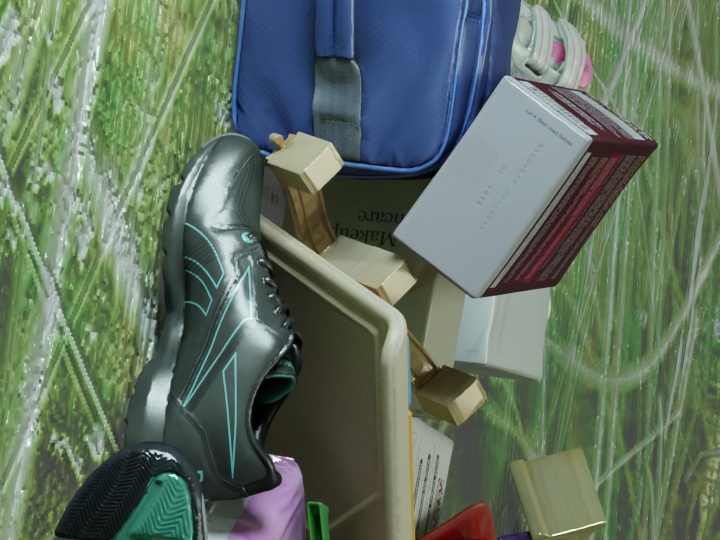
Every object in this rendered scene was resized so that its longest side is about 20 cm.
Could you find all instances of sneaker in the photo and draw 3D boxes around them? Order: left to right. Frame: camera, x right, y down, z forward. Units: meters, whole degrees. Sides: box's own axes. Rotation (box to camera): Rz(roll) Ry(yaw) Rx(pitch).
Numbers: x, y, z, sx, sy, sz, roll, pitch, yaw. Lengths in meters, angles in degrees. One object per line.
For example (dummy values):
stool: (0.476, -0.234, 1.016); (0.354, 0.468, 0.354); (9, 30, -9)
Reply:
sneaker: (-0.117, 0.173, 1.269); (0.088, 0.074, 0.200); (-72, 175, -83)
sneaker: (-0.064, 0.026, 1.364); (0.075, 0.079, 0.200); (56, 40, -65)
sneaker: (0.125, -0.162, 1.971); (0.200, 0.088, 0.081); (50, 47, -69)

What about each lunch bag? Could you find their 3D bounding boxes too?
lunch bag: (0.011, -0.149, 1.466); (0.132, 0.136, 0.200); (-12, 107, -74)

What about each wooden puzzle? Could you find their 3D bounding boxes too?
wooden puzzle: (-0.017, 0.072, 1.420); (0.200, 0.037, 0.185); (40, -41, 53)

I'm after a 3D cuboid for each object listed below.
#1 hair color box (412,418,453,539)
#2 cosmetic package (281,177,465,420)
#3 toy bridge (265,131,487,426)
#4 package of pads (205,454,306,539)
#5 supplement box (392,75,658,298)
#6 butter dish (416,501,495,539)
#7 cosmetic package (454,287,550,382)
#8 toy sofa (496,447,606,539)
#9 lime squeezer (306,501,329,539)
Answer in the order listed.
hair color box: (0.003, 0.137, 1.679); (0.200, 0.060, 0.100); (39, 60, -72)
cosmetic package: (0.011, -0.020, 1.575); (0.073, 0.103, 0.200); (56, 40, -64)
toy bridge: (0.000, 0.000, 1.447); (0.027, 0.067, 0.200); (-45, 125, -18)
package of pads: (-0.072, 0.203, 1.397); (0.121, 0.076, 0.200); (-55, 147, -59)
supplement box: (0.096, -0.046, 1.495); (0.109, 0.061, 0.200); (-55, 167, 11)
butter dish: (0.097, 0.261, 1.672); (0.200, 0.148, 0.200); (-21, 110, -62)
cosmetic package: (0.078, 0.016, 1.881); (0.200, 0.081, 0.113); (27, 69, -75)
toy sofa: (0.162, 0.247, 2.296); (0.200, 0.097, 0.083); (76, 0, -50)
lime squeezer: (-0.020, 0.226, 1.384); (0.071, 0.038, 0.200); (60, 38, -66)
